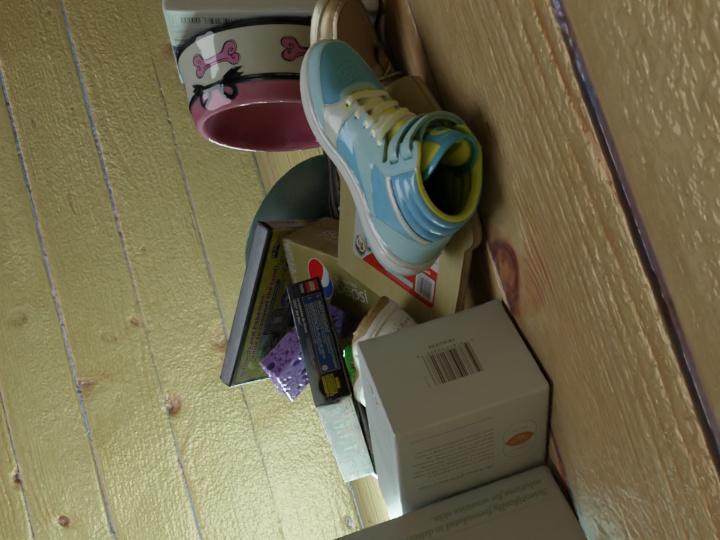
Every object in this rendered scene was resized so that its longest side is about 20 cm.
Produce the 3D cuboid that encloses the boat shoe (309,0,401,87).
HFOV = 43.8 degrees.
[{"bbox_3d":[0.009,-0.166,0.820,0.069,0.074,0.202,26,150,32],"label":"boat shoe"}]

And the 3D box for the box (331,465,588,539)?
[{"bbox_3d":[0.091,0.297,0.663,0.202,0.195,0.173,-115,12,-45],"label":"box"}]

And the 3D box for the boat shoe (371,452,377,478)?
[{"bbox_3d":[0.037,0.245,1.166,0.200,0.070,0.072,41,170,15],"label":"boat shoe"}]

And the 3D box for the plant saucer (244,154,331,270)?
[{"bbox_3d":[-0.051,-0.040,1.091,0.038,0.200,0.203,32,146,35],"label":"plant saucer"}]

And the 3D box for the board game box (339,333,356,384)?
[{"bbox_3d":[0.021,0.117,1.142,0.201,0.094,0.030,92,159,-64],"label":"board game box"}]

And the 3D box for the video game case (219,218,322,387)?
[{"bbox_3d":[-0.071,0.033,1.067,0.025,0.179,0.203,33,116,36],"label":"video game case"}]

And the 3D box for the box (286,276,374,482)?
[{"bbox_3d":[-0.029,0.119,0.939,0.201,0.039,0.139,77,177,-57],"label":"box"}]

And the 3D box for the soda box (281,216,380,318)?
[{"bbox_3d":[0.000,0.000,0.927,0.199,0.067,0.065,21,130,51],"label":"soda box"}]

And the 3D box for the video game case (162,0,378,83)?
[{"bbox_3d":[-0.089,-0.229,0.894,0.182,0.196,0.023,124,144,-79],"label":"video game case"}]

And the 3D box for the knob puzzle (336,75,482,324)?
[{"bbox_3d":[0.044,-0.065,0.768,0.219,0.030,0.224,27,122,52],"label":"knob puzzle"}]

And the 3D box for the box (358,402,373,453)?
[{"bbox_3d":[0.056,0.165,0.987,0.200,0.098,0.076,-168,62,-80],"label":"box"}]

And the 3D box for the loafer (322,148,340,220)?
[{"bbox_3d":[-0.003,-0.097,1.012,0.063,0.070,0.203,110,145,-66],"label":"loafer"}]

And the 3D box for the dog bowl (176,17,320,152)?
[{"bbox_3d":[-0.085,-0.178,0.906,0.200,0.196,0.075,125,143,-79],"label":"dog bowl"}]

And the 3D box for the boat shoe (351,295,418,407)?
[{"bbox_3d":[0.037,0.095,0.812,0.069,0.071,0.201,31,163,18],"label":"boat shoe"}]

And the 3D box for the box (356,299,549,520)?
[{"bbox_3d":[0.076,0.142,0.731,0.098,0.122,0.202,-115,13,-47],"label":"box"}]

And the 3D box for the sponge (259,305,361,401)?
[{"bbox_3d":[-0.033,0.059,1.060,0.030,0.201,0.112,36,167,20],"label":"sponge"}]

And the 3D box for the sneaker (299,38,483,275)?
[{"bbox_3d":[0.029,-0.108,0.672,0.203,0.079,0.130,63,152,6],"label":"sneaker"}]
